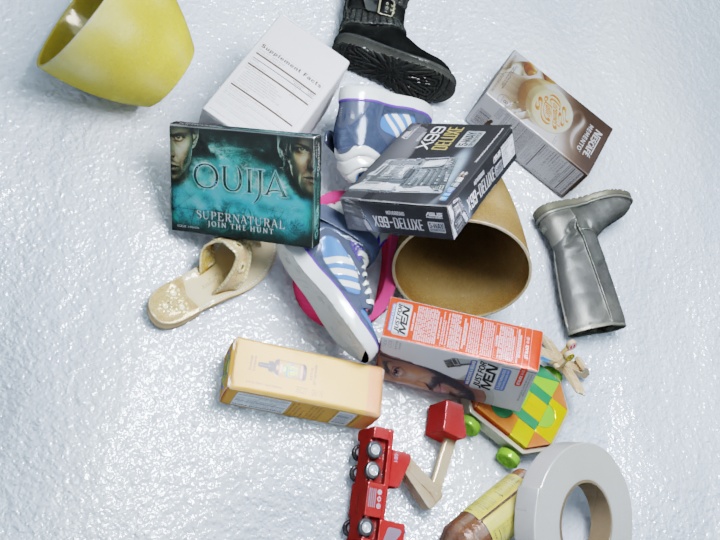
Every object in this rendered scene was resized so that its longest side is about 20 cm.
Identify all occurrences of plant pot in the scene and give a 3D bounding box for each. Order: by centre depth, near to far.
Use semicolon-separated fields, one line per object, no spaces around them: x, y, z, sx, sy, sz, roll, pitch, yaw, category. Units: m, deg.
-0.297;-0.297;1.212;0.141;0.198;0.203;38;56;-31;plant pot
0.139;-0.070;1.294;0.183;0.188;0.203;18;45;-13;plant pot

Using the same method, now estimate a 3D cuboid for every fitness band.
-0.018;-0.015;1.270;0.141;0.037;0.204;16;61;-14;fitness band

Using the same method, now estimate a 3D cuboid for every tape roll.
0.273;0.320;1.195;0.200;0.037;0.208;6;81;-39;tape roll

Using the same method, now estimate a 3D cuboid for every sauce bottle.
0.146;0.323;1.171;0.198;0.066;0.067;-28;79;-29;sauce bottle

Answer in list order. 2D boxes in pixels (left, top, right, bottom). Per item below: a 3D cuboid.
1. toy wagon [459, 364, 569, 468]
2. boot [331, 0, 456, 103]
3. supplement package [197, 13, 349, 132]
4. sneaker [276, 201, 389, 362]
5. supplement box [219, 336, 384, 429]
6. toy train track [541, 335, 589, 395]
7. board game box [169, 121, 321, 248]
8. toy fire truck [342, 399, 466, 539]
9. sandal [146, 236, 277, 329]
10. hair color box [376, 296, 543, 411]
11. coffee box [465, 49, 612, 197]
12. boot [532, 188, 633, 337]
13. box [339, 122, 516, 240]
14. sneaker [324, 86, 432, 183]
0.187;0.160;1.273;0.199;0.040;0.156;39;59;-2;toy wagon
0.063;-0.361;1.431;0.207;0.080;0.160;22;61;-11;boot
-0.122;-0.217;1.268;0.119;0.122;0.202;33;59;-2;supplement package
0.000;0.000;1.204;0.145;0.081;0.201;-32;74;-23;sneaker
-0.072;0.141;1.163;0.196;0.069;0.068;15;62;-17;supplement box
0.257;0.106;1.277;0.198;0.033;0.116;23;28;-41;toy train track
-0.143;-0.108;1.163;0.196;0.138;0.028;7;17;17;board game box
0.057;0.255;1.170;0.139;0.049;0.204;17;67;-24;toy fire truck
-0.174;-0.004;1.183;0.211;0.070;0.078;-38;84;-31;sandal
0.122;0.108;1.196;0.196;0.112;0.065;13;56;5;hair color box
0.277;-0.227;1.457;0.199;0.080;0.115;37;59;-3;coffee box
0.356;-0.011;1.399;0.178;0.073;0.203;-14;66;-12;boot
0.090;-0.119;1.195;0.200;0.155;0.051;-49;134;-40;box
0.032;-0.170;1.326;0.198;0.079;0.150;3;88;-54;sneaker
